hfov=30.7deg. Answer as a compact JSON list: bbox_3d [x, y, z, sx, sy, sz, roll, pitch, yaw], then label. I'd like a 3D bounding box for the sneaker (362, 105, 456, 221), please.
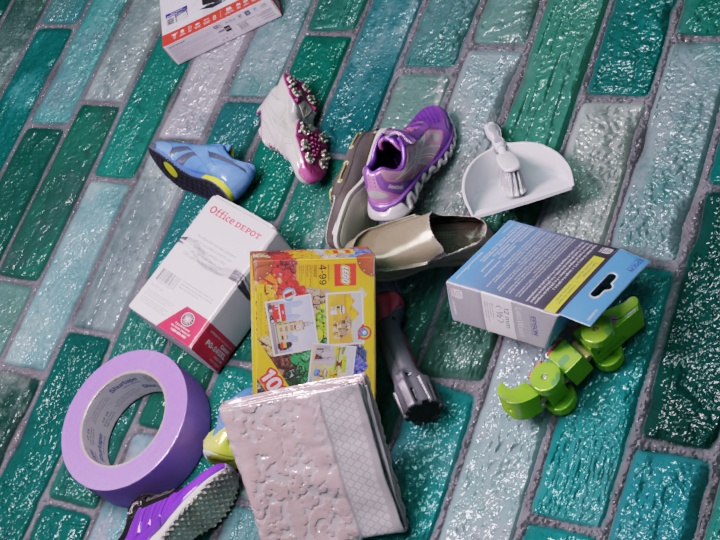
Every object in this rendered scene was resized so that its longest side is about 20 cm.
[{"bbox_3d":[0.061,-0.161,1.759,0.080,0.089,0.201,4,48,37],"label":"sneaker"}]

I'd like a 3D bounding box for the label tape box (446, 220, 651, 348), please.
[{"bbox_3d":[0.223,0.022,1.549,0.199,0.067,0.143,19,45,35],"label":"label tape box"}]

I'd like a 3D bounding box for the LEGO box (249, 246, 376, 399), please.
[{"bbox_3d":[-0.057,0.077,1.591,0.147,0.202,0.077,-2,11,-8],"label":"LEGO box"}]

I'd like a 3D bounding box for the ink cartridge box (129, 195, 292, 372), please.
[{"bbox_3d":[-0.199,0.016,1.811,0.145,0.083,0.201,28,77,39],"label":"ink cartridge box"}]

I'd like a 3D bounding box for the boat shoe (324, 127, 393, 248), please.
[{"bbox_3d":[-0.007,-0.108,1.794,0.060,0.072,0.202,3,56,35],"label":"boat shoe"}]

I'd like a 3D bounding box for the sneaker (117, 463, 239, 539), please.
[{"bbox_3d":[-0.246,0.306,1.664,0.200,0.070,0.099,-46,48,-4],"label":"sneaker"}]

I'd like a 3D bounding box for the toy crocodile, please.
[{"bbox_3d":[0.246,0.102,1.517,0.200,0.068,0.062,-42,48,0],"label":"toy crocodile"}]

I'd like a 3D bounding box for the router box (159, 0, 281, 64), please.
[{"bbox_3d":[-0.233,-0.452,2.148,0.198,0.049,0.181,-23,53,16],"label":"router box"}]

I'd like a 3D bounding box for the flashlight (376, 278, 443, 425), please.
[{"bbox_3d":[0.049,0.099,1.637,0.067,0.068,0.201,-11,53,-18],"label":"flashlight"}]

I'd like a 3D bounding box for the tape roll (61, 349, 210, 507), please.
[{"bbox_3d":[-0.301,0.211,1.759,0.198,0.066,0.202,-14,55,21],"label":"tape roll"}]

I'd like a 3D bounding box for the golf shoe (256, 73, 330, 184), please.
[{"bbox_3d":[-0.100,-0.191,1.905,0.091,0.075,0.201,-35,46,25],"label":"golf shoe"}]

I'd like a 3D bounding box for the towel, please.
[{"bbox_3d":[-0.055,0.232,1.543,0.189,0.032,0.202,-13,100,18],"label":"towel"}]

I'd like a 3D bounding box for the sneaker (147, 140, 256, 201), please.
[{"bbox_3d":[-0.235,-0.159,1.961,0.199,0.066,0.079,25,63,37],"label":"sneaker"}]

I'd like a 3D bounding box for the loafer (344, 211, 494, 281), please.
[{"bbox_3d":[0.076,-0.039,1.654,0.198,0.068,0.076,-10,63,-8],"label":"loafer"}]

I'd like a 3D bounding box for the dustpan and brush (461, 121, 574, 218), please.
[{"bbox_3d":[0.188,-0.143,1.704,0.138,0.058,0.200,-17,22,2],"label":"dustpan and brush"}]

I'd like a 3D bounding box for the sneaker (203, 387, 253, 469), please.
[{"bbox_3d":[-0.111,0.188,1.659,0.198,0.076,0.106,-9,57,26],"label":"sneaker"}]
